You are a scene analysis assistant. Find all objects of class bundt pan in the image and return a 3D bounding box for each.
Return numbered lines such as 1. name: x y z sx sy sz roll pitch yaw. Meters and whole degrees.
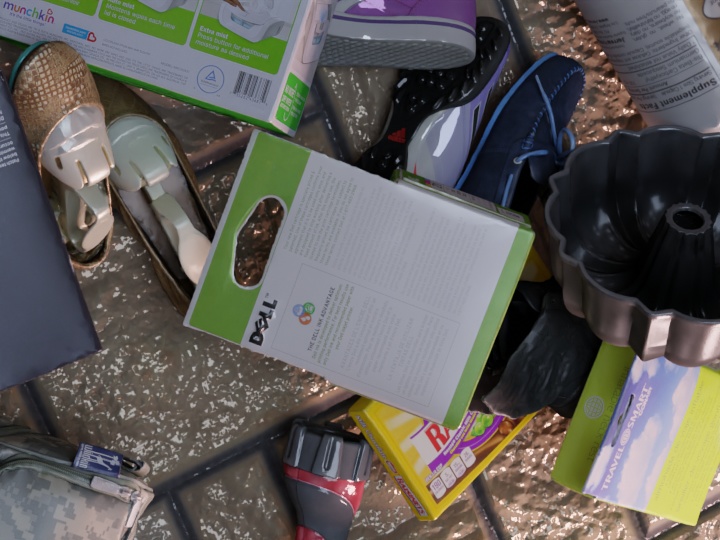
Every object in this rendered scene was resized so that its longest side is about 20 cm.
1. bundt pan: 0.222 -0.009 1.350 0.201 0.202 0.076 -12 136 -18

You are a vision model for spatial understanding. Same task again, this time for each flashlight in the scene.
1. flashlight: -0.040 0.211 1.401 0.067 0.068 0.201 13 93 -5

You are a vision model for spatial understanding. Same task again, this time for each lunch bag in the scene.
1. lunch bag: -0.239 0.194 1.261 0.167 0.139 0.201 19 87 9

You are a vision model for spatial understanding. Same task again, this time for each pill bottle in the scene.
1. pill bottle: 0.248 -0.158 1.431 0.114 0.114 0.200 -37 107 -12

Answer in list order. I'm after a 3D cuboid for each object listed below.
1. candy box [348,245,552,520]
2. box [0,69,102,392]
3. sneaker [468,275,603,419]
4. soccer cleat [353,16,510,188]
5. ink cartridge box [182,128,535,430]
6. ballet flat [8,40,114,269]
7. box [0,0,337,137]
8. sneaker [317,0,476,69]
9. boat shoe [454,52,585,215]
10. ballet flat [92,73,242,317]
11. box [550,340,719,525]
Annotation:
1. candy box: 0.085 0.080 1.421 0.200 0.026 0.102 -43 108 -29
2. box: -0.258 -0.028 1.222 0.104 0.200 0.183 -21 104 -16
3. sneaker: 0.146 0.028 1.414 0.104 0.060 0.201 34 72 -34
4. soccer cleat: 0.052 -0.092 1.405 0.201 0.068 0.073 -59 139 -12
5. ink cartridge box: 0.000 0.000 1.316 0.199 0.076 0.148 21 99 -2
6. ballet flat: -0.184 -0.068 1.253 0.070 0.200 0.065 -38 68 -22
7. box: -0.116 -0.203 1.263 0.199 0.097 0.177 17 90 8
8. sneaker: -0.018 -0.205 1.365 0.199 0.073 0.115 3 76 -14
9. boat shoe: 0.119 -0.062 1.406 0.201 0.068 0.084 -62 149 -10
10. ballet flat: -0.136 -0.046 1.330 0.068 0.072 0.201 -30 105 -13
11. box: 0.213 0.116 1.437 0.200 0.048 0.122 22 89 -55
